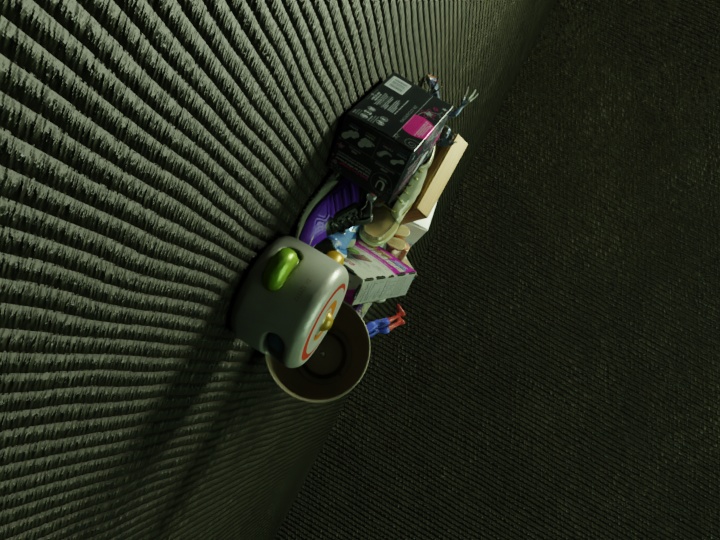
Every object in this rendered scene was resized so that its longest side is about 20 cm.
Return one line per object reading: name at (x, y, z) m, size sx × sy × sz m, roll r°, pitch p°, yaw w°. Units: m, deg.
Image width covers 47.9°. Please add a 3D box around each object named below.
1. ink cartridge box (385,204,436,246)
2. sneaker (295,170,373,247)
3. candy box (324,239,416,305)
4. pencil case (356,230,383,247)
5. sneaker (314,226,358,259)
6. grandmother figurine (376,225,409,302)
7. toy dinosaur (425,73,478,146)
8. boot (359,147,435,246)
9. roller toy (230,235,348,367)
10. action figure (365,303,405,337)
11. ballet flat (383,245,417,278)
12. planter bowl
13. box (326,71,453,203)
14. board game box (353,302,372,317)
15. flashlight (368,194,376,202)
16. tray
ink cartridge box at (0.101, -0.128, 1.889) m, size 0.200 × 0.083 × 0.146 m, roll -46°, pitch -158°, yaw 61°
sneaker at (-0.030, -0.100, 1.379) m, size 0.201 × 0.099 × 0.070 m, roll -56°, pitch 170°, yaw -20°
candy box at (0.000, 0.000, 1.576) m, size 0.199 × 0.136 × 0.061 m, roll -6°, pitch 126°, yaw -56°
pencil case at (-0.004, -0.047, 1.763) m, size 0.083 × 0.090 × 0.202 m, roll -7°, pitch 126°, yaw -52°
sneaker at (-0.043, -0.082, 1.503) m, size 0.200 × 0.078 × 0.090 m, roll -62°, pitch 170°, yaw -72°
grandmother figurine at (0.055, -0.001, 1.740) m, size 0.122 × 0.060 × 0.201 m, roll -59°, pitch 172°, yaw -41°
toy dinosaur at (0.146, -0.334, 1.708) m, size 0.200 × 0.105 × 0.182 m, roll -44°, pitch -152°, yaw 15°
boot at (0.071, -0.152, 1.525) m, size 0.201 × 0.072 × 0.155 m, roll -54°, pitch 173°, yaw -29°
roller toy at (-0.104, 0.052, 1.286) m, size 0.184 × 0.139 × 0.200 m, roll -64°, pitch 171°, yaw 15°
action figure at (-0.004, 0.127, 1.879) m, size 0.199 × 0.099 × 0.066 m, roll -29°, pitch 148°, yaw -19°
ballet flat at (0.053, -0.033, 1.848) m, size 0.068 × 0.198 × 0.068 m, roll 33°, pitch 75°, yaw -53°
planter bowl at (-0.076, 0.157, 1.565) m, size 0.202 × 0.199 × 0.135 m, roll -61°, pitch 171°, yaw -9°
box at (0.051, -0.228, 1.375) m, size 0.200 × 0.131 × 0.115 m, roll -51°, pitch 170°, yaw -49°
board game box at (-0.044, 0.101, 1.842) m, size 0.121 × 0.032 × 0.200 m, roll -54°, pitch -162°, yaw -5°
flashlight at (0.030, -0.187, 1.591) m, size 0.068 × 0.067 × 0.201 m, roll -61°, pitch 170°, yaw -25°
tray at (0.142, -0.190, 1.694) m, size 0.098 × 0.037 × 0.201 m, roll -10°, pitch -136°, yaw 56°
